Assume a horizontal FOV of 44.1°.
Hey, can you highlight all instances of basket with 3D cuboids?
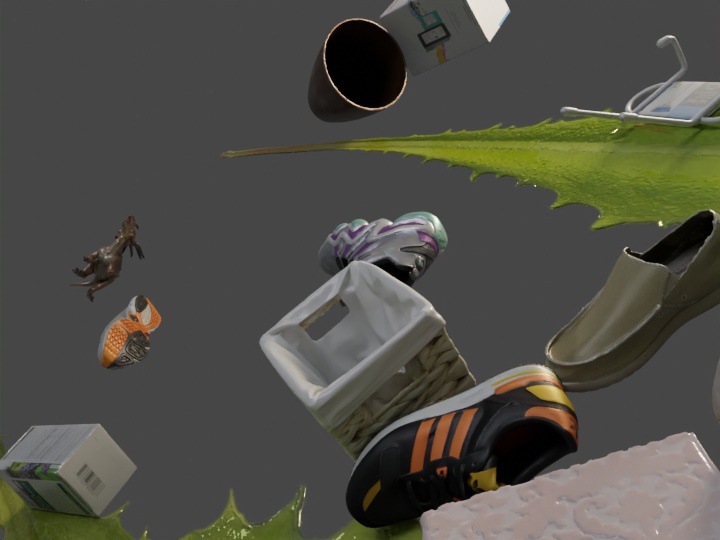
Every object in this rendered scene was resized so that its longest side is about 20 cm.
[{"bbox_3d":[0.010,0.093,0.809,0.135,0.124,0.200,-38,21,-8],"label":"basket"}]

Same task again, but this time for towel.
[{"bbox_3d":[0.134,0.182,0.509,0.196,0.033,0.192,-18,22,6],"label":"towel"}]

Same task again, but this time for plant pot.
[{"bbox_3d":[-0.030,-0.382,1.822,0.187,0.187,0.199,-46,9,-27],"label":"plant pot"}]

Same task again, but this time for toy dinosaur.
[{"bbox_3d":[-0.543,-0.015,1.931,0.200,0.086,0.136,-42,4,32],"label":"toy dinosaur"}]

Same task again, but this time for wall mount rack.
[{"bbox_3d":[0.333,-0.197,0.995,0.173,0.075,0.200,-39,21,-8],"label":"wall mount rack"}]

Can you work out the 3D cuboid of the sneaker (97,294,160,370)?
[{"bbox_3d":[-0.390,0.119,1.443,0.091,0.076,0.200,-37,13,15],"label":"sneaker"}]

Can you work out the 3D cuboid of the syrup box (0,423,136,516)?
[{"bbox_3d":[-0.376,0.250,1.121,0.198,0.079,0.082,-12,31,45],"label":"syrup box"}]

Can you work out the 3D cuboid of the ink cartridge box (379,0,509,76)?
[{"bbox_3d":[0.172,-0.523,1.815,0.198,0.147,0.147,-15,29,40],"label":"ink cartridge box"}]

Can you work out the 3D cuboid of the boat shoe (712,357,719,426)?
[{"bbox_3d":[0.311,0.034,0.548,0.200,0.075,0.092,-43,20,-14],"label":"boat shoe"}]

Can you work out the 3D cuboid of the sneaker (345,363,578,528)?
[{"bbox_3d":[0.074,0.147,0.674,0.198,0.071,0.090,-31,19,8],"label":"sneaker"}]

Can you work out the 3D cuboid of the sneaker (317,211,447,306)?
[{"bbox_3d":[0.000,0.000,1.080,0.198,0.078,0.140,-16,28,41],"label":"sneaker"}]

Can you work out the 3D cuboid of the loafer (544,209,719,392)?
[{"bbox_3d":[0.224,0.020,0.715,0.199,0.069,0.076,-36,21,-2],"label":"loafer"}]
